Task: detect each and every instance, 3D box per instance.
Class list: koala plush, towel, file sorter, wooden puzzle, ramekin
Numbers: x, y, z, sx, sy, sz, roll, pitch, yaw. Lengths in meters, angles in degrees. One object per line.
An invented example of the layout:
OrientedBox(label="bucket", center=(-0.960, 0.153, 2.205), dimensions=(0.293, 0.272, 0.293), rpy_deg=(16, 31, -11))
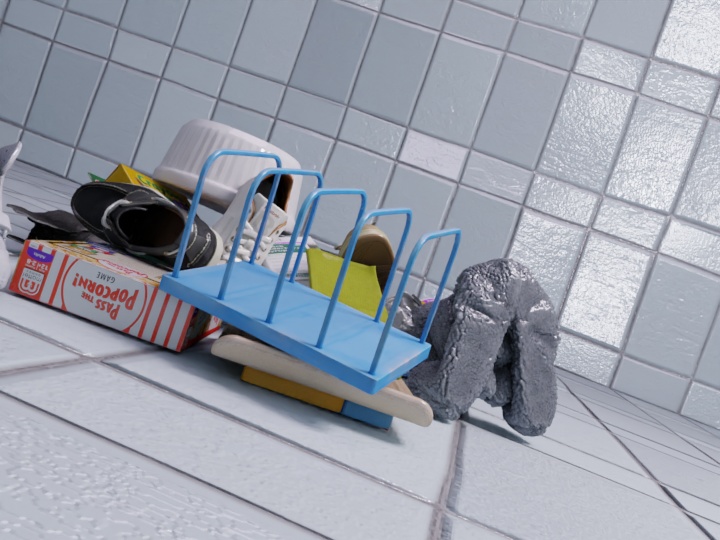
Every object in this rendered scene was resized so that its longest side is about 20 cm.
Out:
OrientedBox(label="koala plush", center=(0.114, 0.081, 0.909), dimensions=(0.175, 0.186, 0.199), rpy_deg=(17, -11, -27))
OrientedBox(label="towel", center=(-0.010, 0.033, 0.768), dimensions=(0.085, 0.018, 0.201), rpy_deg=(21, 23, -17))
OrientedBox(label="file sorter", center=(-0.033, -0.009, 0.644), dimensions=(0.198, 0.124, 0.138), rpy_deg=(23, 13, 19))
OrientedBox(label="wooden puzzle", center=(-0.039, 0.093, 0.693), dimensions=(0.183, 0.038, 0.200), rpy_deg=(20, -3, -6))
OrientedBox(label="ramekin", center=(-0.167, -0.125, 1.038), dimensions=(0.200, 0.095, 0.202), rpy_deg=(21, -3, 1))

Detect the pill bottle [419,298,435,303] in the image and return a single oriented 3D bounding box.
OrientedBox(label="pill bottle", center=(0.129, 0.104, 1.266), dimensions=(0.103, 0.106, 0.200), rpy_deg=(19, 1, -26))

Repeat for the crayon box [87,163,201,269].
OrientedBox(label="crayon box", center=(-0.240, -0.050, 0.954), dimensions=(0.201, 0.051, 0.127), rpy_deg=(53, 12, 27))

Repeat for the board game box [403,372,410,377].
OrientedBox(label="board game box", center=(-0.015, 0.091, 1.031), dimensions=(0.198, 0.037, 0.151), rpy_deg=(19, 2, -38))

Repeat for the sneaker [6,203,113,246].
OrientedBox(label="sneaker", center=(-0.329, -0.037, 0.924), dimensions=(0.103, 0.061, 0.200), rpy_deg=(25, 5, 4))

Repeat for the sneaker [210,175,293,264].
OrientedBox(label="sneaker", center=(-0.132, -0.038, 0.873), dimensions=(0.072, 0.202, 0.084), rpy_deg=(34, -33, -23))

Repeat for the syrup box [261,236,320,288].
OrientedBox(label="syrup box", center=(-0.081, 0.020, 0.927), dimensions=(0.078, 0.083, 0.200), rpy_deg=(-1, 17, -15))

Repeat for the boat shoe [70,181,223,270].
OrientedBox(label="boat shoe", center=(-0.233, -0.055, 0.806), dimensions=(0.198, 0.073, 0.068), rpy_deg=(22, -4, 28))

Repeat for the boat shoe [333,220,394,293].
OrientedBox(label="boat shoe", center=(0.000, 0.000, 0.936), dimensions=(0.072, 0.063, 0.201), rpy_deg=(-6, -31, -7))

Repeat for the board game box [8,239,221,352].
OrientedBox(label="board game box", center=(-0.210, 0.018, 0.729), dimensions=(0.150, 0.047, 0.200), rpy_deg=(21, 0, -1))

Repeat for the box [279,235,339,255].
OrientedBox(label="box", center=(-0.122, -0.027, 1.126), dimensions=(0.158, 0.050, 0.200), rpy_deg=(16, 0, -10))

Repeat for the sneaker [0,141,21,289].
OrientedBox(label="sneaker", center=(-0.324, -0.060, 0.640), dimensions=(0.075, 0.116, 0.199), rpy_deg=(18, 2, -40))

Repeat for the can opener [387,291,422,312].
OrientedBox(label="can opener", center=(0.099, 0.101, 1.066), dimensions=(0.200, 0.052, 0.067), rpy_deg=(42, 22, -31))
